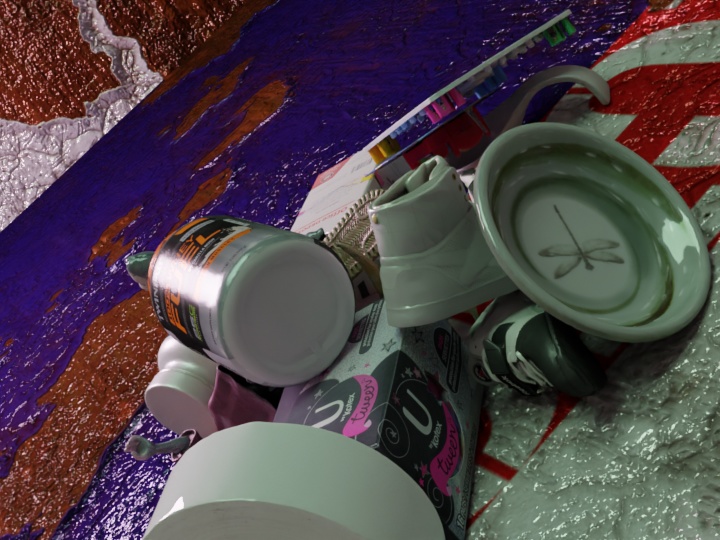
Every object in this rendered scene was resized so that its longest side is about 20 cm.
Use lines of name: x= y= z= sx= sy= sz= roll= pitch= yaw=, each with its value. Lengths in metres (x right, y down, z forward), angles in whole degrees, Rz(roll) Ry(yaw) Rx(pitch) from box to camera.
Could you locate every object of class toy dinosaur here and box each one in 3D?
toy dinosaur: x=0.046 y=0.035 z=1.023 sx=0.101 sy=0.200 sz=0.058 roll=-22 pitch=57 yaw=0

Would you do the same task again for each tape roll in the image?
tape roll: x=-0.044 y=0.197 z=0.789 sx=0.202 sy=0.203 sz=0.071 roll=-27 pitch=26 yaw=29

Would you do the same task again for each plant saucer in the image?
plant saucer: x=0.169 y=-0.023 z=0.903 sx=0.050 sy=0.200 sz=0.200 roll=-57 pitch=4 yaw=48

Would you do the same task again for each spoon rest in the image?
spoon rest: x=0.171 y=-0.165 z=1.288 sx=0.199 sy=0.061 sz=0.100 roll=-28 pitch=26 yaw=25

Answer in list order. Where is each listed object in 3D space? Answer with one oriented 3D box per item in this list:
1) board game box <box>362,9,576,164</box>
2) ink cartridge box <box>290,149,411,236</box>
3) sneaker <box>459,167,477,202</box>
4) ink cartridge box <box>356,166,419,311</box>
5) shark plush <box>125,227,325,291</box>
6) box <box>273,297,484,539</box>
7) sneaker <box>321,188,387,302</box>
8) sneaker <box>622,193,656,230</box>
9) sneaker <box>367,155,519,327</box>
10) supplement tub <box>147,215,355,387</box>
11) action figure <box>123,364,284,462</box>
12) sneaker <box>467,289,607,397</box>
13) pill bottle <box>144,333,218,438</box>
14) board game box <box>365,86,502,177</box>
board game box: x=0.116 y=-0.194 z=1.280 sx=0.200 sy=0.026 sz=0.200 roll=-34 pitch=3 yaw=-22
ink cartridge box: x=-0.014 y=-0.058 z=1.371 sx=0.116 sy=0.068 sz=0.200 roll=-26 pitch=25 yaw=32
sneaker: x=0.142 y=-0.060 z=1.113 sx=0.077 sy=0.089 sz=0.200 roll=-20 pitch=12 yaw=13
ink cartridge box: x=0.027 y=0.003 z=1.176 sx=0.200 sy=0.084 sz=0.145 roll=-41 pitch=23 yaw=-1
shark plush: x=-0.133 y=-0.001 z=1.197 sx=0.199 sy=0.084 sz=0.091 roll=-7 pitch=40 yaw=19
box: x=0.012 y=0.125 z=0.938 sx=0.132 sy=0.115 sz=0.200 roll=-28 pitch=26 yaw=28
sneaker: x=0.000 y=0.000 z=1.072 sx=0.200 sy=0.108 sz=0.070 roll=-39 pitch=64 yaw=33
sneaker: x=0.197 y=-0.060 z=1.045 sx=0.078 sy=0.070 sz=0.200 roll=-38 pitch=22 yaw=-6
sneaker: x=0.092 y=-0.040 z=0.938 sx=0.199 sy=0.116 sz=0.074 roll=-22 pitch=13 yaw=-38
supplement tub: x=-0.100 y=0.019 z=0.990 sx=0.123 sy=0.123 sz=0.200 roll=-47 pitch=27 yaw=-16
action figure: x=-0.112 y=0.161 z=1.081 sx=0.149 sy=0.134 sz=0.200 roll=-17 pitch=-32 yaw=-53
sneaker: x=0.129 y=0.068 z=0.921 sx=0.088 sy=0.074 sz=0.200 roll=-40 pitch=11 yaw=6
pill bottle: x=-0.146 y=0.079 z=1.268 sx=0.112 sy=0.113 sz=0.200 roll=-18 pitch=31 yaw=42
board game box: x=0.091 y=-0.136 z=1.277 sx=0.158 sy=0.039 sz=0.200 roll=-33 pitch=2 yaw=17
